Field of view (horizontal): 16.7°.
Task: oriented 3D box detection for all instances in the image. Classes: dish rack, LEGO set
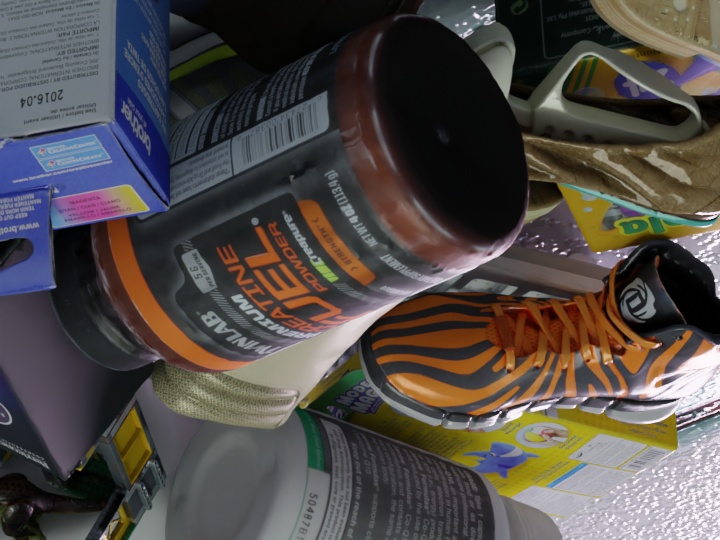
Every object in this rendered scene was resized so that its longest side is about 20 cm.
[{"bbox_3d":[0.046,0.033,1.357,0.172,0.044,0.200,12,147,-24],"label":"dish rack"},{"bbox_3d":[-0.198,0.096,1.229,0.200,0.154,0.116,25,151,26],"label":"LEGO set"}]

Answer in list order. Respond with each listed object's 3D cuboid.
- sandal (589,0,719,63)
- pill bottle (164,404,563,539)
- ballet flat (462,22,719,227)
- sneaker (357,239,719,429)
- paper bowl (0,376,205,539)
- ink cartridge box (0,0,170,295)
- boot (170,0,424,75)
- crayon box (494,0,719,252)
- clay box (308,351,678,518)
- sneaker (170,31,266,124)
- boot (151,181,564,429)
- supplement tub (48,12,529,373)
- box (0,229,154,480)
[{"bbox_3d":[0.200,-0.110,1.036,0.212,0.078,0.070,10,172,-29],"label":"sandal"},{"bbox_3d":[0.007,0.144,1.299,0.200,0.113,0.113,22,143,-32],"label":"pill bottle"},{"bbox_3d":[0.079,-0.069,1.075,0.200,0.068,0.072,9,121,-9],"label":"ballet flat"},{"bbox_3d":[0.104,0.025,1.231,0.200,0.078,0.112,-1,153,-28],"label":"sneaker"},{"bbox_3d":[-0.163,0.124,1.349,0.200,0.201,0.104,-4,138,4],"label":"paper bowl"},{"bbox_3d":[-0.149,-0.087,0.982,0.136,0.200,0.076,-9,149,13],"label":"ink cartridge box"},{"bbox_3d":[-0.025,-0.134,1.013,0.097,0.075,0.200,20,153,-13],"label":"boot"},{"bbox_3d":[0.152,-0.071,1.173,0.126,0.052,0.200,-11,149,16],"label":"crayon box"},{"bbox_3d":[0.059,0.079,1.348,0.200,0.048,0.115,16,147,-25],"label":"clay box"},{"bbox_3d":[-0.086,-0.059,1.153,0.200,0.081,0.074,-9,150,12],"label":"sneaker"},{"bbox_3d":[0.000,0.000,1.176,0.200,0.073,0.155,-17,151,-54],"label":"boot"},{"bbox_3d":[-0.036,-0.022,1.008,0.200,0.107,0.107,-24,143,35],"label":"supplement tub"},{"bbox_3d":[-0.210,-0.002,1.140,0.200,0.079,0.141,22,154,30],"label":"box"}]
